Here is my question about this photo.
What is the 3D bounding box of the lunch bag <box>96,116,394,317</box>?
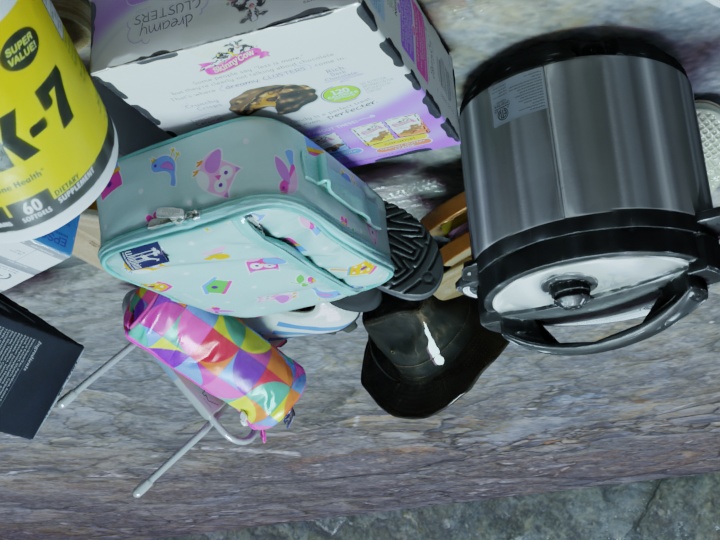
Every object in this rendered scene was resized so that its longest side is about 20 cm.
[{"bbox_3d":[-0.072,-0.028,0.814,0.160,0.077,0.200,-12,161,24],"label":"lunch bag"}]

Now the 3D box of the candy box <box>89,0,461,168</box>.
[{"bbox_3d":[-0.045,-0.129,0.752,0.167,0.072,0.200,-10,160,18],"label":"candy box"}]

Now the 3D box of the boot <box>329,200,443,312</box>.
[{"bbox_3d":[-0.001,-0.001,1.053,0.165,0.066,0.200,35,162,15],"label":"boot"}]

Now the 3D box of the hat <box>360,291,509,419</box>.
[{"bbox_3d":[0.058,0.042,1.157,0.200,0.201,0.081,-19,126,37],"label":"hat"}]

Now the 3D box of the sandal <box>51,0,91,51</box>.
[{"bbox_3d":[-0.258,-0.111,0.763,0.211,0.070,0.078,-14,158,28],"label":"sandal"}]

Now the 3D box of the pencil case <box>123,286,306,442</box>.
[{"bbox_3d":[-0.144,0.083,1.203,0.200,0.089,0.088,41,142,-20],"label":"pencil case"}]

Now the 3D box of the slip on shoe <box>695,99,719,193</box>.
[{"bbox_3d":[0.251,-0.075,0.993,0.074,0.061,0.200,9,147,2],"label":"slip on shoe"}]

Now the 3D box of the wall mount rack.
[{"bbox_3d":[-0.204,0.125,1.233,0.075,0.200,0.174,-37,-174,33],"label":"wall mount rack"}]

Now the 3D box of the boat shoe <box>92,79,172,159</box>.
[{"bbox_3d":[-0.134,-0.085,0.873,0.070,0.071,0.200,-24,159,39],"label":"boat shoe"}]

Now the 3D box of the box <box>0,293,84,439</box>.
[{"bbox_3d":[-0.377,0.062,1.095,0.148,0.105,0.200,26,175,30],"label":"box"}]

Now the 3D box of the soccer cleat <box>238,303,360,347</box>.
[{"bbox_3d":[-0.091,0.040,1.255,0.200,0.070,0.086,-19,139,33],"label":"soccer cleat"}]

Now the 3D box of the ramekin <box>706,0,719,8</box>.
[{"bbox_3d":[0.238,-0.206,0.554,0.201,0.095,0.202,-3,161,-1],"label":"ramekin"}]

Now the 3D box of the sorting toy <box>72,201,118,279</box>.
[{"bbox_3d":[-0.164,-0.022,1.043,0.199,0.037,0.185,5,165,23],"label":"sorting toy"}]

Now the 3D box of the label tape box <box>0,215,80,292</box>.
[{"bbox_3d":[-0.337,-0.033,0.949,0.200,0.064,0.144,-21,144,38],"label":"label tape box"}]

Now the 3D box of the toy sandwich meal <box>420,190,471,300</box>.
[{"bbox_3d":[0.127,-0.037,1.052,0.205,0.070,0.205,-23,174,-2],"label":"toy sandwich meal"}]

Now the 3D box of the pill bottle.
[{"bbox_3d":[-0.214,-0.116,0.641,0.114,0.115,0.200,-7,143,9],"label":"pill bottle"}]

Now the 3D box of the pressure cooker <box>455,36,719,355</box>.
[{"bbox_3d":[0.158,-0.040,0.852,0.178,0.201,0.176,0,160,-13],"label":"pressure cooker"}]
